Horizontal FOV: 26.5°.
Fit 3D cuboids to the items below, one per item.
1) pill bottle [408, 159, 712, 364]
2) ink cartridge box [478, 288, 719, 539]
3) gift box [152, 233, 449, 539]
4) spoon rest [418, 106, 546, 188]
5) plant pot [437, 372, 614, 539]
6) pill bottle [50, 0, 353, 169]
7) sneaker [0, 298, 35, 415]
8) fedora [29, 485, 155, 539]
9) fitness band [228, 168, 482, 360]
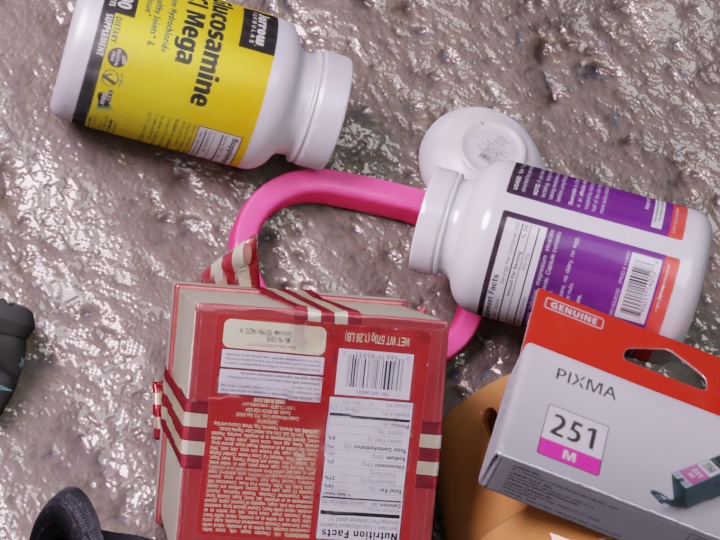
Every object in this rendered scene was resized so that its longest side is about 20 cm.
[{"bbox_3d":[0.140,-0.011,1.081,0.199,0.113,0.113,16,67,8],"label":"pill bottle"},{"bbox_3d":[0.189,0.094,0.953,0.199,0.044,0.174,21,49,1],"label":"ink cartridge box"},{"bbox_3d":[-0.036,0.083,0.991,0.184,0.187,0.201,10,90,-12],"label":"gift box"},{"bbox_3d":[0.133,-0.052,1.179,0.200,0.061,0.099,37,64,12],"label":"spoon rest"},{"bbox_3d":[0.136,0.153,1.042,0.199,0.200,0.140,-11,59,-21],"label":"plant pot"},{"bbox_3d":[-0.112,-0.138,1.091,0.199,0.112,0.113,14,69,-13],"label":"pill bottle"},{"bbox_3d":[-0.303,0.045,0.973,0.199,0.075,0.080,13,83,-34],"label":"sneaker"},{"bbox_3d":[-0.144,0.232,0.929,0.091,0.200,0.202,4,71,-28],"label":"fedora"},{"bbox_3d":[0.000,0.000,1.123,0.199,0.037,0.144,12,69,-15],"label":"fitness band"}]
